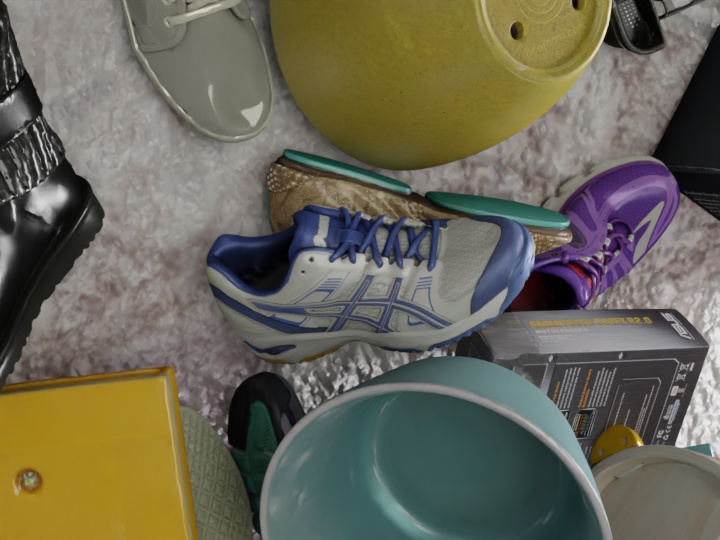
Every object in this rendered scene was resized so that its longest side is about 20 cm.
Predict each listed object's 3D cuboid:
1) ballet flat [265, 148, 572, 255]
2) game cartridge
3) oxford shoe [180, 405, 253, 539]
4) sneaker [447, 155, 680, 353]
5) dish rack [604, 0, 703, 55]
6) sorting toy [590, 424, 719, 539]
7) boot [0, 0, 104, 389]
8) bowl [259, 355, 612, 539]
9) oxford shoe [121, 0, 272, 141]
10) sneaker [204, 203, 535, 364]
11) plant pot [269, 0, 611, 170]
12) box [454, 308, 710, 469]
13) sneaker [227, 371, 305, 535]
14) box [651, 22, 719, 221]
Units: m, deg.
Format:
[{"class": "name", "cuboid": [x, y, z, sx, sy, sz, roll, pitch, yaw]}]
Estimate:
[{"class": "ballet flat", "cuboid": [0.034, -0.025, 0.884, 0.199, 0.071, 0.066, 13, 101, -6]}, {"class": "game cartridge", "cuboid": [-0.180, 0.163, 0.802, 0.175, 0.032, 0.202, -6, 100, 3]}, {"class": "oxford shoe", "cuboid": [-0.097, 0.183, 0.858, 0.075, 0.058, 0.201, -24, 98, -47]}, {"class": "sneaker", "cuboid": [0.145, -0.001, 0.928, 0.200, 0.083, 0.081, -39, 108, -16]}, {"class": "dish rack", "cuboid": [0.226, -0.250, 0.955, 0.199, 0.054, 0.154, -26, 105, -19]}, {"class": "sorting toy", "cuboid": [0.214, 0.191, 0.905, 0.179, 0.107, 0.201, 14, 114, -38]}, {"class": "boot", "cuboid": [-0.226, -0.029, 0.719, 0.158, 0.079, 0.212, 70, 35, -43]}, {"class": "bowl", "cuboid": [0.051, 0.130, 0.802, 0.199, 0.105, 0.202, 7, 116, 14]}, {"class": "oxford shoe", "cuboid": [-0.104, -0.168, 0.814, 0.075, 0.058, 0.201, -26, 106, -21]}, {"class": "sneaker", "cuboid": [0.000, 0.000, 0.811, 0.088, 0.199, 0.076, 55, 29, -41]}, {"class": "plant pot", "cuboid": [0.066, -0.160, 0.831, 0.199, 0.142, 0.202, -3, 96, -33]}, {"class": "box", "cuboid": [0.125, 0.122, 0.909, 0.157, 0.048, 0.201, -1, 120, -22]}, {"class": "sneaker", "cuboid": [-0.022, 0.145, 0.888, 0.087, 0.074, 0.201, -26, 114, -32]}, {"class": "box", "cuboid": [0.329, -0.085, 0.986, 0.199, 0.104, 0.149, 32, 82, -22]}]
